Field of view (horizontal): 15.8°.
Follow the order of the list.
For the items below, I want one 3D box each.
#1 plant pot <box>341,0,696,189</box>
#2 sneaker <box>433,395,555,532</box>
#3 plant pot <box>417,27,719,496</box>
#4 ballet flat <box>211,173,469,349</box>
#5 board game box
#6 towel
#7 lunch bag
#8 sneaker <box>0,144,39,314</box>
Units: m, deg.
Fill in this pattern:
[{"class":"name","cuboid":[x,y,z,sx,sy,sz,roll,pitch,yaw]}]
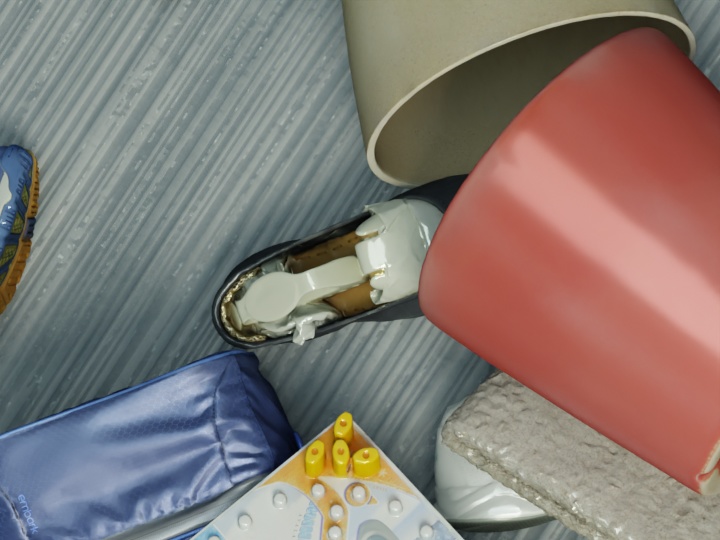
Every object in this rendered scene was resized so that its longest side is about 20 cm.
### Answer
[{"class":"plant pot","cuboid":[0.063,-0.176,1.421,0.186,0.187,0.201,-21,69,6]},{"class":"sneaker","cuboid":[0.136,0.100,1.438,0.199,0.070,0.081,-3,77,6]},{"class":"plant pot","cuboid":[0.156,0.006,1.328,0.177,0.200,0.201,42,93,20]},{"class":"ballet flat","cuboid":[0.000,0.000,1.432,0.199,0.073,0.074,-19,84,26]},{"class":"board game box","cuboid":[-0.019,0.199,1.312,0.200,0.026,0.200,-38,68,-15]},{"class":"towel","cuboid":[0.155,0.096,1.385,0.199,0.035,0.132,31,54,23]},{"class":"lunch bag","cuboid":[-0.111,0.132,1.437,0.199,0.136,0.133,-20,85,5]},{"class":"sneaker","cuboid":[-0.251,0.015,1.493,0.088,0.075,0.201,22,90,9]}]
